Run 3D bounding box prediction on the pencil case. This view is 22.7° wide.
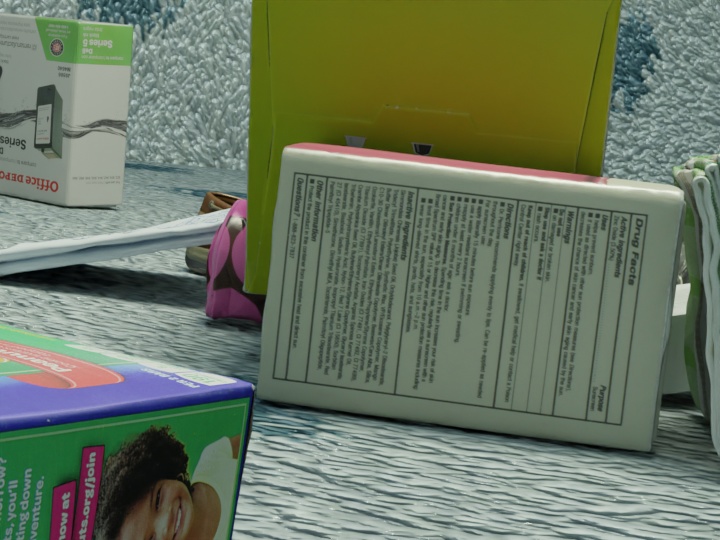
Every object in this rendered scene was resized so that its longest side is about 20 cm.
[{"bbox_3d":[0.000,0.000,1.168,0.199,0.091,0.094,7,37,-4],"label":"pencil case"}]

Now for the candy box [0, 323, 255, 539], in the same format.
[{"bbox_3d":[-0.153,0.055,0.461,0.169,0.077,0.200,10,8,29],"label":"candy box"}]

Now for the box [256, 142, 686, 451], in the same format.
[{"bbox_3d":[0.057,0.009,0.913,0.199,0.128,0.109,7,6,6],"label":"box"}]

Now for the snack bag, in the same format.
[{"bbox_3d":[-0.164,-0.024,1.303,0.188,0.022,0.200,-9,4,7],"label":"snack bag"}]

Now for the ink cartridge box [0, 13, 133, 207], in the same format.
[{"bbox_3d":[-0.331,-0.176,1.970,0.145,0.201,0.084,11,9,40],"label":"ink cartridge box"}]

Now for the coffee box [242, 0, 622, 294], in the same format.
[{"bbox_3d":[0.047,-0.100,1.053,0.199,0.201,0.198,6,23,6],"label":"coffee box"}]

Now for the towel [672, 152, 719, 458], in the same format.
[{"bbox_3d":[0.176,0.015,0.908,0.031,0.150,0.200,-3,4,5],"label":"towel"}]

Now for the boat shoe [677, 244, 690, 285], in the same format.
[{"bbox_3d":[0.224,0.023,1.216,0.067,0.072,0.200,-10,19,18],"label":"boat shoe"}]

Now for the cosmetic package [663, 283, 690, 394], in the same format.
[{"bbox_3d":[0.213,0.038,1.072,0.199,0.051,0.082,-6,8,-23],"label":"cosmetic package"}]

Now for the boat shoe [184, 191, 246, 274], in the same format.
[{"bbox_3d":[-0.049,-0.023,1.403,0.199,0.072,0.076,9,6,23],"label":"boat shoe"}]
